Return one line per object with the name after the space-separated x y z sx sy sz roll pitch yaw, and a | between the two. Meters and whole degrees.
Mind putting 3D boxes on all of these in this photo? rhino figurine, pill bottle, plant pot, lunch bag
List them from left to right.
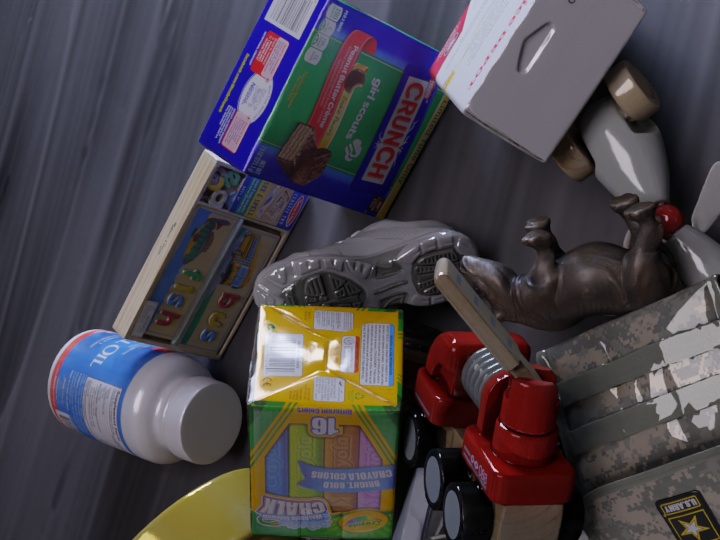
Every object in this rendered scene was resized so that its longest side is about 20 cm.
-0.215 0.131 1.406 0.199 0.112 0.113 12 87 40 | pill bottle
-0.104 0.310 1.225 0.189 0.201 0.201 46 109 23 | plant pot
0.152 0.005 1.074 0.199 0.060 0.088 -14 107 34 | rhino figurine
0.240 0.128 1.025 0.164 0.117 0.201 -27 69 34 | lunch bag

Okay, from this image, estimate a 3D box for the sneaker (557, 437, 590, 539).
0.151 0.198 1.109 0.090 0.070 0.201 -29 63 29 | sneaker

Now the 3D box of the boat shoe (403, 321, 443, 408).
-0.003 0.073 1.269 0.200 0.075 0.074 19 105 42 | boat shoe

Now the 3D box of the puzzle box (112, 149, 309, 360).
-0.145 -0.010 1.370 0.025 0.133 0.201 38 105 40 | puzzle box

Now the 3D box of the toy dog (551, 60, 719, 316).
0.233 -0.066 1.114 0.131 0.096 0.201 -18 83 33 | toy dog

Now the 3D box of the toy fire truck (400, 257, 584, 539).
0.090 0.081 1.021 0.176 0.128 0.201 -122 37 -64 | toy fire truck

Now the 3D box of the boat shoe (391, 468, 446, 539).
0.082 0.187 1.154 0.086 0.075 0.203 18 61 1 | boat shoe

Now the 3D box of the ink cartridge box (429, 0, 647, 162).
0.138 -0.188 1.148 0.148 0.085 0.200 -57 15 13 | ink cartridge box

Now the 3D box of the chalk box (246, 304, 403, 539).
-0.029 0.144 1.169 0.125 0.123 0.201 -89 0 -50 | chalk box

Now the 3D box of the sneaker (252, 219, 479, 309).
0.000 0.000 1.240 0.099 0.199 0.078 -121 23 -64 | sneaker

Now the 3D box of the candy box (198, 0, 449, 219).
-0.022 -0.150 1.258 0.077 0.200 0.170 36 103 38 | candy box
